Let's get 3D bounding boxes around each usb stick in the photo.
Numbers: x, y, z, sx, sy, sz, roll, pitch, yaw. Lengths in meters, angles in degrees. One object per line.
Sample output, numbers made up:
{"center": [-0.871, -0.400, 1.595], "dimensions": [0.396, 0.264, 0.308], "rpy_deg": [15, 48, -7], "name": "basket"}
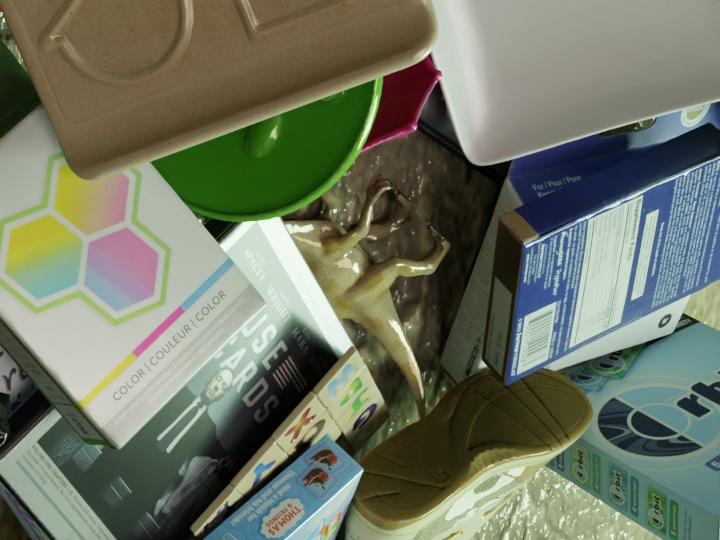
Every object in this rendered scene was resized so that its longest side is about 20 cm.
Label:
{"center": [0.082, -0.088, 1.144], "dimensions": [0.199, 0.033, 0.056], "rpy_deg": [30, 90, -44], "name": "usb stick"}

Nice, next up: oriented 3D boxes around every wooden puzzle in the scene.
{"center": [-0.081, -0.163, 0.830], "dimensions": [0.184, 0.046, 0.201], "rpy_deg": [-19, 104, 7], "name": "wooden puzzle"}

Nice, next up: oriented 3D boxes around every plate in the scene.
{"center": [0.123, -0.177, 1.038], "dimensions": [0.032, 0.198, 0.201], "rpy_deg": [-61, 133, -65], "name": "plate"}

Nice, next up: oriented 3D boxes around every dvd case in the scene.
{"center": [-0.095, 0.071, 0.996], "dimensions": [0.200, 0.025, 0.151], "rpy_deg": [-45, 136, -16], "name": "dvd case"}

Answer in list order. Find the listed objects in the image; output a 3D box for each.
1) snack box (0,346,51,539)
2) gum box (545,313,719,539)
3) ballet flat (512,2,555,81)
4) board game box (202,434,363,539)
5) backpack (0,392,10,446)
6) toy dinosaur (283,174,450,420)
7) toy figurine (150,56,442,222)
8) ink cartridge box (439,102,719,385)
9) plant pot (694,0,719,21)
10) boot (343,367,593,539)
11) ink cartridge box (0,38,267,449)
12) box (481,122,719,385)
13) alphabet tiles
{"center": [-0.153, 0.043, 0.987], "dimensions": [0.142, 0.053, 0.201], "rpy_deg": [-41, 130, -22], "name": "snack box"}
{"center": [0.221, 0.105, 1.234], "dimensions": [0.169, 0.200, 0.045], "rpy_deg": [-23, 123, -31], "name": "gum box"}
{"center": [0.099, -0.199, 1.098], "dimensions": [0.063, 0.076, 0.202], "rpy_deg": [9, 100, -10], "name": "ballet flat"}
{"center": [-0.088, 0.198, 1.049], "dimensions": [0.200, 0.037, 0.152], "rpy_deg": [-39, 160, -36], "name": "board game box"}
{"center": [-0.275, 0.142, 0.862], "dimensions": [0.182, 0.147, 0.202], "rpy_deg": [-4, 108, -40], "name": "backpack"}
{"center": [0.000, 0.000, 1.112], "dimensions": [0.101, 0.058, 0.200], "rpy_deg": [-44, 128, 4], "name": "toy dinosaur"}
{"center": [-0.015, -0.129, 0.962], "dimensions": [0.201, 0.150, 0.184], "rpy_deg": [-62, 164, 16], "name": "toy figurine"}
{"center": [0.159, -0.023, 1.194], "dimensions": [0.198, 0.041, 0.201], "rpy_deg": [-15, 136, -35], "name": "ink cartridge box"}
{"center": [0.209, -0.191, 1.122], "dimensions": [0.134, 0.201, 0.202], "rpy_deg": [-7, 118, -2], "name": "plant pot"}
{"center": [0.055, 0.152, 1.179], "dimensions": [0.199, 0.072, 0.155], "rpy_deg": [-26, 147, -38], "name": "boot"}
{"center": [-0.150, -0.022, 0.887], "dimensions": [0.104, 0.059, 0.200], "rpy_deg": [-44, 104, -19], "name": "ink cartridge box"}
{"center": [0.165, -0.016, 1.144], "dimensions": [0.199, 0.032, 0.122], "rpy_deg": [-23, 139, -24], "name": "box"}
{"center": [-0.058, 0.139, 1.079], "dimensions": [0.200, 0.008, 0.167], "rpy_deg": [-49, 164, -8], "name": "alphabet tiles"}
